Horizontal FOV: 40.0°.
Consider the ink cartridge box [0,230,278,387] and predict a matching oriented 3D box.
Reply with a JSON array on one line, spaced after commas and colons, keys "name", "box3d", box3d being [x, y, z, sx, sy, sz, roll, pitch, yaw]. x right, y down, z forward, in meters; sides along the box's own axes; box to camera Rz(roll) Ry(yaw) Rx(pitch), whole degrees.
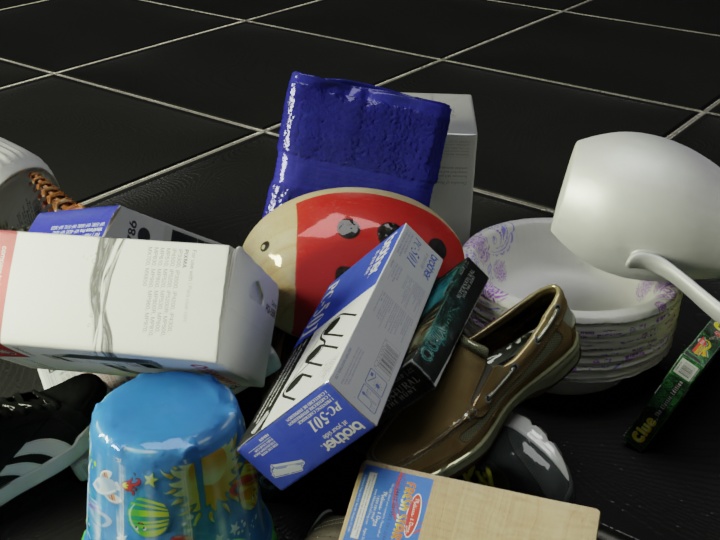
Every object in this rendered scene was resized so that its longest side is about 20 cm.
[{"name": "ink cartridge box", "box3d": [-0.174, 0.031, 0.722, 0.199, 0.083, 0.147, 4, -13, 9]}]

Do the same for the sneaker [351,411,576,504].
[{"name": "sneaker", "box3d": [0.071, 0.144, 0.753, 0.085, 0.075, 0.200, -38, 41, -29]}]

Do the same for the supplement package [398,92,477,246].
[{"name": "supplement package", "box3d": [0.050, -0.065, 0.994, 0.119, 0.201, 0.121, 2, 27, 2]}]

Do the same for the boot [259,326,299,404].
[{"name": "boot", "box3d": [-0.091, 0.073, 0.899, 0.097, 0.075, 0.200, -18, 30, 15]}]

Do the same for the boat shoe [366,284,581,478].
[{"name": "boat shoe", "box3d": [0.077, 0.077, 0.709, 0.200, 0.076, 0.072, -38, 43, -27]}]

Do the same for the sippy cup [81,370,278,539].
[{"name": "sippy cup", "box3d": [-0.126, 0.144, 0.668, 0.177, 0.131, 0.140, 13, 30, 21]}]

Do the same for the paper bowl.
[{"name": "paper bowl", "box3d": [0.186, 0.037, 0.904, 0.200, 0.105, 0.201, 0, 27, 0]}]

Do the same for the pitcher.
[{"name": "pitcher", "box3d": [0.261, -0.028, 0.813, 0.199, 0.122, 0.172, 17, 43, 8]}]

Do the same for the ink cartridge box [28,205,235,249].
[{"name": "ink cartridge box", "box3d": [-0.185, -0.016, 0.797, 0.099, 0.039, 0.200, -2, -13, 34]}]

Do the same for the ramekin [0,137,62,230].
[{"name": "ramekin", "box3d": [-0.377, -0.040, 0.957, 0.105, 0.201, 0.200, 18, 31, 12]}]

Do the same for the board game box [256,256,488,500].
[{"name": "board game box", "box3d": [0.004, 0.082, 0.740, 0.028, 0.200, 0.135, 44, 37, -7]}]

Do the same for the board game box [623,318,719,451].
[{"name": "board game box", "box3d": [0.295, 0.068, 0.846, 0.023, 0.105, 0.200, 39, 41, 18]}]

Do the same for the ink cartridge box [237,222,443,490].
[{"name": "ink cartridge box", "box3d": [-0.008, 0.053, 0.679, 0.044, 0.094, 0.200, 44, 33, -10]}]

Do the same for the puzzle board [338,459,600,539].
[{"name": "puzzle board", "box3d": [0.046, 0.216, 0.562, 0.150, 0.017, 0.201, 9, 58, 16]}]

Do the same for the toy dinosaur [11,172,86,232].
[{"name": "toy dinosaur", "box3d": [-0.267, -0.003, 0.882, 0.135, 0.103, 0.200, -14, 36, -24]}]

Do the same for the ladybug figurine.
[{"name": "ladybug figurine", "box3d": [0.000, 0.000, 0.822, 0.199, 0.136, 0.072, -2, 9, -10]}]

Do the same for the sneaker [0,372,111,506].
[{"name": "sneaker", "box3d": [-0.273, 0.109, 0.722, 0.073, 0.112, 0.200, 9, 36, 38]}]

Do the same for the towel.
[{"name": "towel", "box3d": [-0.010, -0.065, 0.874, 0.147, 0.201, 0.050, 11, 6, -11]}]

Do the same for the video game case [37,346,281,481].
[{"name": "video game case", "box3d": [-0.185, 0.074, 0.859, 0.182, 0.024, 0.200, -29, 35, -13]}]

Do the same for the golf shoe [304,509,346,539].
[{"name": "golf shoe", "box3d": [0.056, 0.185, 0.650, 0.199, 0.078, 0.095, 2, 27, 1]}]
